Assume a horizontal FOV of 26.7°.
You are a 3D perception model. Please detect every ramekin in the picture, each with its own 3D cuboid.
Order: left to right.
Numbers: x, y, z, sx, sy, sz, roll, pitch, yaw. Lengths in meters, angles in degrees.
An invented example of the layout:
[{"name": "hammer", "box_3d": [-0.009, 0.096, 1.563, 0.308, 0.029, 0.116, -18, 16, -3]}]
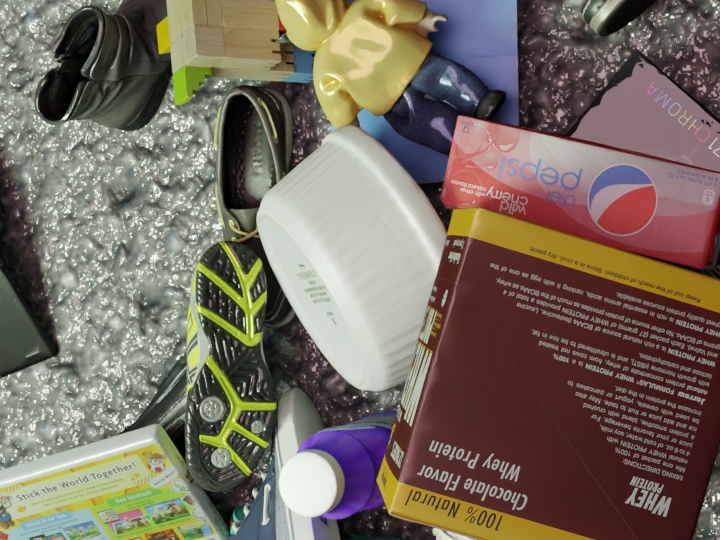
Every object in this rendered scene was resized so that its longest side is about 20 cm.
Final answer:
[{"name": "ramekin", "box_3d": [0.000, 0.000, 1.158, 0.094, 0.203, 0.203, -32, 78, -13]}]

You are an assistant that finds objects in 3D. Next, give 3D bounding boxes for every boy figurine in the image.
[{"name": "boy figurine", "box_3d": [0.011, -0.158, 1.179, 0.199, 0.064, 0.125, 33, 103, 3]}]

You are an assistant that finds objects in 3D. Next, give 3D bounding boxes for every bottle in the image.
[{"name": "bottle", "box_3d": [-0.003, 0.151, 1.170, 0.082, 0.200, 0.066, -8, 88, 21]}]

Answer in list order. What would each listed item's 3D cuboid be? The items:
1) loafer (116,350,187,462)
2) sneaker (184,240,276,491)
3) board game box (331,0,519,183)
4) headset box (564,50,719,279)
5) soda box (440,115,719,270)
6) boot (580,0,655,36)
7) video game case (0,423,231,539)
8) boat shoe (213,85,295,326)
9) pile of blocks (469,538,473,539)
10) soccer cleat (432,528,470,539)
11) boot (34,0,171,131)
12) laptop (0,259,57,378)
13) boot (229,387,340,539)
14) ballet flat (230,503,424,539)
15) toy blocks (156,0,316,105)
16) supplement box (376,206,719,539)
[{"name": "loafer", "box_3d": [-0.164, 0.152, 1.299, 0.070, 0.068, 0.201, 43, 101, 25]}, {"name": "sneaker", "box_3d": [-0.107, 0.078, 1.236, 0.074, 0.076, 0.203, 5, 90, -11]}, {"name": "board game box", "box_3d": [0.054, -0.173, 1.232, 0.156, 0.039, 0.203, -1, 95, 15]}, {"name": "headset box", "box_3d": [0.212, -0.030, 1.145, 0.174, 0.093, 0.201, 44, 105, 15]}, {"name": "soda box", "box_3d": [0.161, -0.056, 1.081, 0.198, 0.063, 0.071, 15, 96, 21]}, {"name": "boot", "box_3d": [0.196, -0.296, 1.157, 0.150, 0.073, 0.201, 38, 99, 15]}, {"name": "video game case", "box_3d": [-0.213, 0.225, 1.291, 0.198, 0.023, 0.183, -17, 121, 20]}, {"name": "boat shoe", "box_3d": [-0.089, -0.053, 1.273, 0.071, 0.060, 0.204, -5, 89, 20]}, {"name": "pile of blocks", "box_3d": [0.136, 0.161, 1.152, 0.062, 0.199, 0.082, 44, 145, 14]}, {"name": "soccer cleat", "box_3d": [0.086, 0.184, 1.195, 0.085, 0.070, 0.202, -21, 84, -11]}, {"name": "boot", "box_3d": [-0.192, -0.208, 1.271, 0.069, 0.131, 0.202, 25, 99, 19]}, {"name": "laptop", "box_3d": [-0.391, 0.001, 1.413, 0.185, 0.116, 0.202, -21, 112, 20]}, {"name": "boot", "box_3d": [-0.070, 0.188, 1.219, 0.090, 0.073, 0.201, -27, 40, 17]}, {"name": "ballet flat", "box_3d": [-0.022, 0.248, 1.253, 0.197, 0.067, 0.071, 8, 113, 22]}, {"name": "toy blocks", "box_3d": [-0.088, -0.236, 1.236, 0.100, 0.135, 0.203, -20, 73, 59]}, {"name": "supplement box", "box_3d": [0.132, 0.081, 1.013, 0.195, 0.133, 0.203, 16, 91, -3]}]
